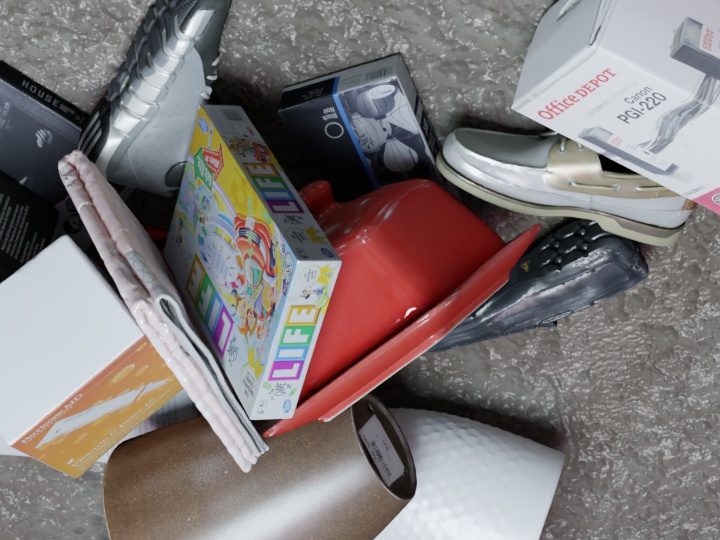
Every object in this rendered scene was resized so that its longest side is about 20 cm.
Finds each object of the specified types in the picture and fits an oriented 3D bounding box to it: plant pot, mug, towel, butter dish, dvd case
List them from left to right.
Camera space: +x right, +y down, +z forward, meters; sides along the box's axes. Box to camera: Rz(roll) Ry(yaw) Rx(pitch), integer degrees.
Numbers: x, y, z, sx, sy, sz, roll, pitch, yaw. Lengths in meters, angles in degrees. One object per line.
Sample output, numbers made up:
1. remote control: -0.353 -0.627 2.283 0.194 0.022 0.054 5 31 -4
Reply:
1. dvd case: -0.278 -0.057 1.516 0.150 0.025 0.200 32 124 -16
2. towel: -0.142 0.028 1.398 0.032 0.191 0.200 -31 134 -3
3. plant pot: -0.063 0.176 1.479 0.200 0.187 0.187 -27 119 20
4. butter dish: 0.000 0.000 1.400 0.200 0.199 0.148 -38 88 35
5. mug: 0.062 0.201 1.605 0.175 0.148 0.200 20 157 6

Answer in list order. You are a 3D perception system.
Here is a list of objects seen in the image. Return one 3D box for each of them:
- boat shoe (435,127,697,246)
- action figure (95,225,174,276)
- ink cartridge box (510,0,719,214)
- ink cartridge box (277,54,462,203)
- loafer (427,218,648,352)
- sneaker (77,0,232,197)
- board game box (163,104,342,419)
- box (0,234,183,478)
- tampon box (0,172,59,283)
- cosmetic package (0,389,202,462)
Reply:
1. boat shoe: 0.157 -0.079 1.424 0.200 0.075 0.069 12 124 -14
2. action figure: -0.135 -0.014 1.514 0.200 0.052 0.066 -10 132 14
3. ink cartridge box: 0.226 -0.124 1.333 0.200 0.085 0.146 27 160 -11
4. ink cartridge box: 0.019 -0.063 1.468 0.099 0.039 0.200 -16 123 16
5. loafer: 0.130 0.022 1.498 0.200 0.068 0.070 -25 129 26
6. sneaker: -0.119 -0.133 1.424 0.115 0.075 0.200 21 126 -27
7. board game box: -0.081 -0.009 1.355 0.034 0.200 0.135 0 125 -27
8. box: -0.215 0.068 1.415 0.124 0.200 0.098 -40 77 -4
9. tampon box: -0.358 -0.021 1.450 0.200 0.126 0.150 36 115 -18
10. cosmetic package: -0.231 0.101 1.596 0.199 0.071 0.102 4 127 3
